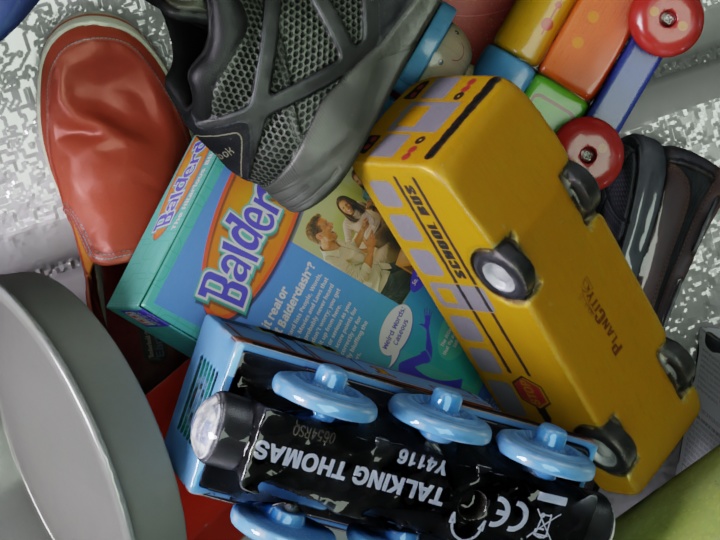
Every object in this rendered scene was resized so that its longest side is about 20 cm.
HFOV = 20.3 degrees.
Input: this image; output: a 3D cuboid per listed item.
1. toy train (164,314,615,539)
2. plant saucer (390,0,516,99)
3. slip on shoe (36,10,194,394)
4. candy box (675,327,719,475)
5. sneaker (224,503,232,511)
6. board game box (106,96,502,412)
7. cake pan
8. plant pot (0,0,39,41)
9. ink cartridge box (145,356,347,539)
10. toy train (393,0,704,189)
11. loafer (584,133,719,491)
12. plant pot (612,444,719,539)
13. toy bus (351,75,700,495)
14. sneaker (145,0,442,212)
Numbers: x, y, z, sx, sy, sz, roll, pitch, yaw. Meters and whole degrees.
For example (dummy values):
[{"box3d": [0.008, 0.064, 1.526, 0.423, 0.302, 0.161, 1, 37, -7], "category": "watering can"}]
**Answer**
[{"box3d": [0.013, 0.083, 0.876, 0.198, 0.114, 0.087, 16, 98, -22], "category": "toy train"}, {"box3d": [0.051, -0.178, 0.967, 0.199, 0.037, 0.200, 42, 93, -16], "category": "plant saucer"}, {"box3d": [-0.108, -0.023, 0.958, 0.073, 0.061, 0.202, -10, 103, -7], "category": "slip on shoe"}, {"box3d": [0.249, 0.142, 1.059, 0.166, 0.072, 0.202, 6, 101, -12], "category": "candy box"}, {"box3d": [-0.089, 0.174, 0.999, 0.082, 0.072, 0.202, 2, 90, 14], "category": "sneaker"}, {"box3d": [0.000, 0.000, 0.958, 0.199, 0.045, 0.153, 33, 74, -23], "category": "board game box"}, {"box3d": [-0.140, 0.088, 0.917, 0.037, 0.200, 0.202, -22, 107, -31], "category": "cake pan"}, {"box3d": [-0.228, -0.154, 0.815, 0.179, 0.200, 0.201, -27, 105, 9], "category": "plant pot"}, {"box3d": [-0.016, 0.121, 0.968, 0.162, 0.057, 0.202, -40, 116, -44], "category": "ink cartridge box"}, {"box3d": [0.104, -0.140, 0.932, 0.115, 0.085, 0.201, 30, 96, -3], "category": "toy train"}, {"box3d": [0.137, 0.035, 1.017, 0.062, 0.072, 0.202, 12, 97, -18], "category": "loafer"}, {"box3d": [0.179, 0.163, 0.935, 0.189, 0.200, 0.201, -27, 107, 15], "category": "plant pot"}, {"box3d": [0.079, 0.009, 0.916, 0.065, 0.078, 0.201, -49, 122, -28], "category": "toy bus"}, {"box3d": [-0.022, -0.138, 0.886, 0.114, 0.076, 0.201, 33, 80, -22], "category": "sneaker"}]
